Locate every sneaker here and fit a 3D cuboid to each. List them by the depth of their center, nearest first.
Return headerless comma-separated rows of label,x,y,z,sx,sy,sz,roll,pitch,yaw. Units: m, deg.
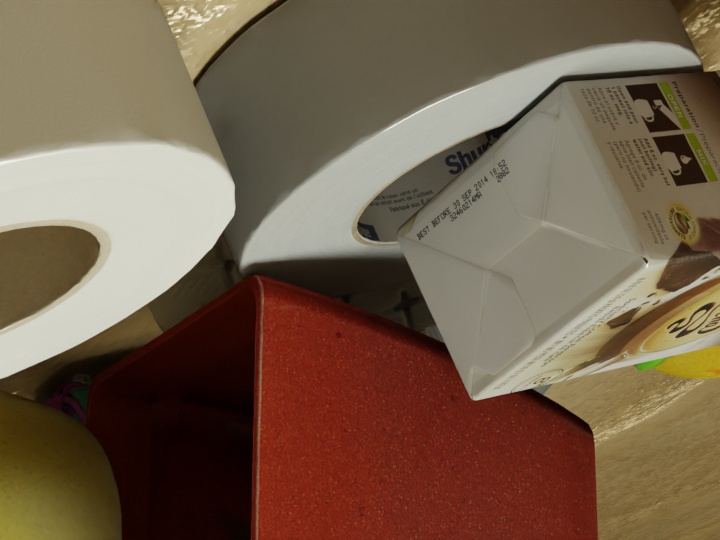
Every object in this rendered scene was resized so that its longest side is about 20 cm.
sneaker,0.000,0.000,0.962,0.199,0.078,0.082,-6,-167,-6

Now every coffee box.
coffee box,0.131,-0.020,0.835,0.199,0.080,0.113,-9,157,-41

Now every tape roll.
tape roll,-0.146,-0.020,0.704,0.202,0.071,0.203,-22,164,-7
tape roll,0.033,-0.063,0.824,0.199,0.066,0.200,-23,164,-7

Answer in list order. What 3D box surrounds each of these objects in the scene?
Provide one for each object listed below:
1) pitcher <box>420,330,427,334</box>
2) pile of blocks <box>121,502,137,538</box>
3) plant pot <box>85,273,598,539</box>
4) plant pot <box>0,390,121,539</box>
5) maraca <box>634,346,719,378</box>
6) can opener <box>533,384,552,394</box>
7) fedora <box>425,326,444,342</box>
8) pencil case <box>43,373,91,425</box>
pitcher,0.029,0.128,1.212,0.171,0.201,0.121,-24,127,31
pile of blocks,-0.184,0.146,1.016,0.199,0.062,0.082,-4,-149,36
plant pot,-0.005,0.132,0.883,0.175,0.201,0.200,8,161,-25
plant pot,-0.222,0.122,0.884,0.200,0.201,0.142,-31,135,25
maraca,0.213,-0.008,1.157,0.137,0.107,0.200,-49,178,-34
can opener,0.107,0.006,0.979,0.200,0.053,0.067,-47,-168,-8
fedora,0.107,0.002,1.079,0.199,0.091,0.177,-18,162,-20
pencil case,-0.068,0.081,1.088,0.199,0.093,0.085,-14,-176,-30
